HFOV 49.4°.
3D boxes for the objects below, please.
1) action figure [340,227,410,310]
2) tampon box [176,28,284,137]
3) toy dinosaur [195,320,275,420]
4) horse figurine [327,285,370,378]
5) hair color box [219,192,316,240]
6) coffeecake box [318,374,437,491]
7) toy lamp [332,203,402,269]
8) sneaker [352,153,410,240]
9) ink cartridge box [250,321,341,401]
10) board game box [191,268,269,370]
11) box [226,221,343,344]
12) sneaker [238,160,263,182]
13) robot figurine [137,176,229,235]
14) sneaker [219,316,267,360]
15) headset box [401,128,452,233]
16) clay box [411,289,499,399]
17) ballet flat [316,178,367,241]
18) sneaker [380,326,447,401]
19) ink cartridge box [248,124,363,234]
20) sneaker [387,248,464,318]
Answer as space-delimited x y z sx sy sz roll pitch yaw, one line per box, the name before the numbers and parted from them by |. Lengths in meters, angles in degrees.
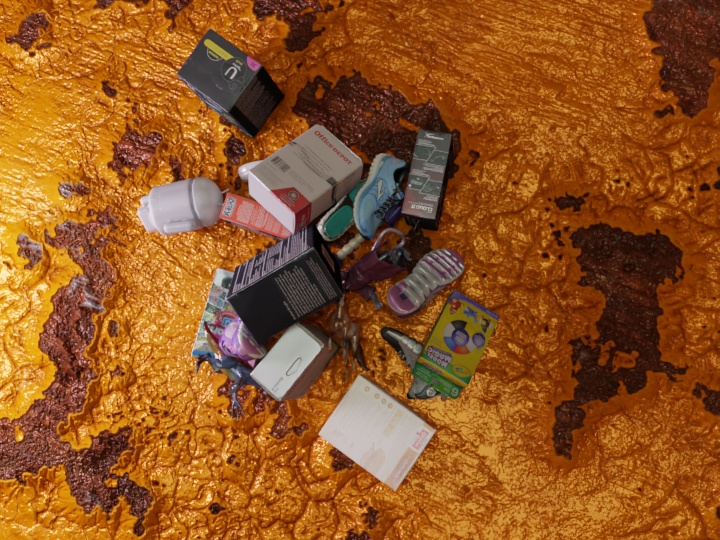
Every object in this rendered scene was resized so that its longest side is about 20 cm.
action figure | 0.000 0.000 1.682 0.200 0.134 0.149 -31 44 28
tampon box | -0.280 -0.406 1.719 0.150 0.200 0.126 36 89 10
toy dinosaur | -0.254 0.207 1.643 0.180 0.105 0.201 10 72 -11
horse figurine | -0.028 0.140 1.642 0.050 0.200 0.133 -8 55 16
hair color box | -0.197 -0.106 1.723 0.199 0.102 0.062 19 86 11
coffeecake box | 0.038 0.339 1.651 0.200 0.073 0.154 35 89 10
toy lamp | 0.011 -0.079 1.714 0.200 0.058 0.058 -43 80 4
sneaker | 0.048 -0.156 1.652 0.090 0.078 0.201 12 73 27
ink cartridge box | -0.129 0.188 1.628 0.087 0.200 0.146 39 90 9
board game box | -0.269 0.111 1.727 0.147 0.064 0.201 15 87 9
box | -0.148 0.022 1.575 0.198 0.200 0.124 -29 107 6
sneaker | -0.176 -0.182 1.743 0.199 0.074 0.116 -1 80 7
robot figurine | -0.391 -0.143 1.746 0.199 0.113 0.170 -11 47 7
sneaker | -0.245 0.145 1.593 0.088 0.200 0.081 -33 105 1
headset box | 0.142 -0.179 1.659 0.077 0.149 0.201 12 86 9
clay box | 0.196 0.153 1.618 0.115 0.048 0.201 30 63 0
ballet flat | -0.027 -0.137 1.712 0.072 0.072 0.200 45 66 10
sneaker | 0.109 0.210 1.657 0.199 0.075 0.116 31 91 9
ink cartridge box | -0.114 -0.194 1.645 0.200 0.083 0.147 -38 70 -25
sneaker | 0.135 0.033 1.668 0.200 0.089 0.081 -37 70 -20
